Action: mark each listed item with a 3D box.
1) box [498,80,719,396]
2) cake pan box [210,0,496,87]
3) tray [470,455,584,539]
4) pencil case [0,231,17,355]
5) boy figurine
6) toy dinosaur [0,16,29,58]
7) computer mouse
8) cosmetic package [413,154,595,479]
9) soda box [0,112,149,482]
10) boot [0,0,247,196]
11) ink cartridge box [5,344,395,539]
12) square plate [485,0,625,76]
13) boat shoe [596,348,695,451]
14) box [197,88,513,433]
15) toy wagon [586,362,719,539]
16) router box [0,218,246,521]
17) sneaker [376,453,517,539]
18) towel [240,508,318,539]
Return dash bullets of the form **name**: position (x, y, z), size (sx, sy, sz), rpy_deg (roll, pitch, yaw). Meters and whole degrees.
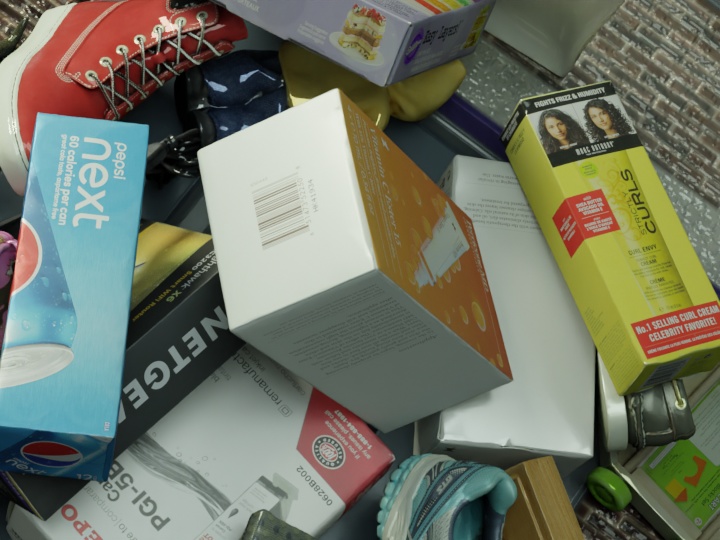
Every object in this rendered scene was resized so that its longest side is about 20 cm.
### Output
- **box**: position (0.164, -0.023, 1.235), size (0.075, 0.050, 0.200), rpy_deg (-13, 66, -21)
- **cake pan box**: position (-0.028, -0.194, 1.269), size (0.200, 0.184, 0.052), rpy_deg (28, 109, 15)
- **tray**: position (0.112, 0.229, 1.207), size (0.037, 0.099, 0.200), rpy_deg (-3, 68, -50)
- **pencil case**: position (-0.292, 0.016, 1.164), size (0.199, 0.087, 0.083), rpy_deg (4, 34, 17)
- **boy figurine**: position (-0.027, -0.129, 1.320), size (0.199, 0.064, 0.125), rpy_deg (-12, 74, -17)
- **toy dinosaur**: position (-0.298, -0.123, 1.253), size (0.102, 0.077, 0.200), rpy_deg (45, 71, -2)
- **computer mouse**: position (-0.182, -0.029, 1.216), size (0.200, 0.140, 0.046), rpy_deg (-27, 92, -19)
- **cosmetic package**: position (0.098, 0.034, 1.280), size (0.107, 0.085, 0.201), rpy_deg (9, 70, -10)
- **soda box**: position (-0.163, 0.013, 1.079), size (0.068, 0.064, 0.201), rpy_deg (7, 60, -8)
- **boot**: position (-0.149, -0.125, 1.218), size (0.144, 0.073, 0.200), rpy_deg (-10, 33, 16)
- **ink cartridge box**: position (-0.101, 0.139, 1.201), size (0.147, 0.083, 0.200), rpy_deg (46, 68, 5)
- **square plate**: position (0.082, -0.219, 1.300), size (0.198, 0.200, 0.028), rpy_deg (33, 78, 0)
- **boat shoe**: position (0.186, 0.031, 1.288), size (0.060, 0.072, 0.202), rpy_deg (-3, 54, 4)
- **box**: position (0.000, 0.000, 1.152), size (0.097, 0.200, 0.125), rpy_deg (-23, 61, 18)
- **toy wagon**: position (0.253, 0.143, 1.301), size (0.200, 0.040, 0.155), rpy_deg (46, 69, 5)
- **router box**: position (-0.166, 0.054, 1.177), size (0.200, 0.157, 0.052), rpy_deg (-42, 118, -22)
- **sneaker**: position (0.046, 0.205, 1.153), size (0.078, 0.086, 0.201), rpy_deg (27, 65, -42)
- **towel**: position (-0.032, 0.268, 1.153), size (0.200, 0.034, 0.193), rpy_deg (38, 60, -37)
